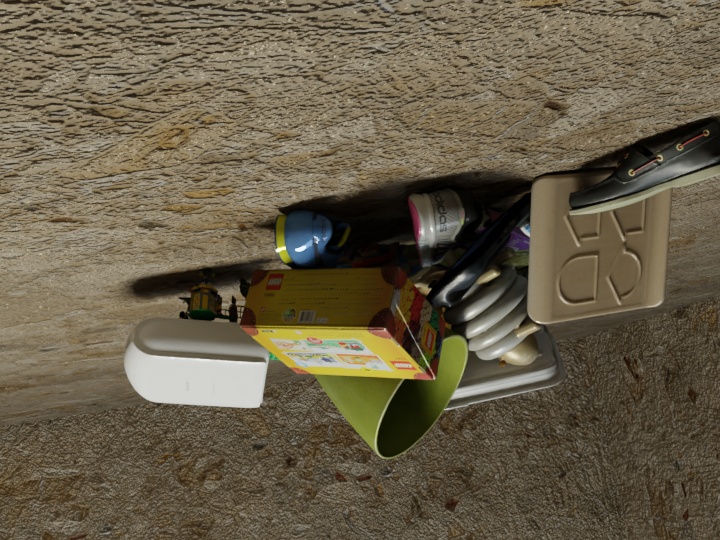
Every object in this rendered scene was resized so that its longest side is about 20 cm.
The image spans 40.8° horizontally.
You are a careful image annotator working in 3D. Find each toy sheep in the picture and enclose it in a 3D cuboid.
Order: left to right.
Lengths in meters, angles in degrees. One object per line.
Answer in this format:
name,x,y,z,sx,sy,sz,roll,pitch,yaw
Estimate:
toy sheep,0.171,0.043,1.300,0.137,0.201,0.138,-35,-177,2

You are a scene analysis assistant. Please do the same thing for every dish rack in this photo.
dish rack,0.189,0.126,1.400,0.196,0.044,0.172,-13,-160,7

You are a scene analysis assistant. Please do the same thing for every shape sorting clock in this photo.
shape sorting clock,0.000,0.000,1.288,0.196,0.040,0.200,-12,-167,3

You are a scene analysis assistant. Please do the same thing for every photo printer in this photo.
photo printer,-0.228,0.130,1.348,0.196,0.070,0.167,5,148,-8

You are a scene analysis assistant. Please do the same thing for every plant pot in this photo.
plant pot,0.011,0.114,1.298,0.186,0.199,0.189,-37,147,-30

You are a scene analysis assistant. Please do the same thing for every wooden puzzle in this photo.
wooden puzzle,0.301,-0.036,1.240,0.197,0.189,0.046,-6,-165,-19

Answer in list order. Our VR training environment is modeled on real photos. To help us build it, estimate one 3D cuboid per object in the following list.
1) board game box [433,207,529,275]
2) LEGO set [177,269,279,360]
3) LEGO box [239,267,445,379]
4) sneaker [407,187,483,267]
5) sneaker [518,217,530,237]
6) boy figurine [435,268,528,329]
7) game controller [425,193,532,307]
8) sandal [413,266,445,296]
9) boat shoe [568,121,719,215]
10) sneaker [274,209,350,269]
board game box,0.194,-0.025,1.381,0.119,0.033,0.198,-28,149,33
LEGO set,-0.167,0.043,1.391,0.196,0.118,0.155,4,148,-8
LEGO box,-0.019,0.064,1.148,0.197,0.078,0.149,-1,153,28
sneaker,0.107,-0.054,1.176,0.086,0.075,0.200,-11,168,4
sneaker,0.291,-0.070,1.306,0.197,0.076,0.086,-7,175,-22
boy figurine,0.162,0.053,1.416,0.197,0.065,0.125,-16,153,-6
game controller,0.149,-0.027,1.183,0.200,0.042,0.105,-45,172,-47
sandal,0.100,0.054,1.491,0.076,0.071,0.212,13,155,-12
boat shoe,0.333,-0.114,1.132,0.199,0.064,0.073,-20,177,32
sneaker,-0.042,-0.026,1.169,0.077,0.067,0.200,-4,169,10
